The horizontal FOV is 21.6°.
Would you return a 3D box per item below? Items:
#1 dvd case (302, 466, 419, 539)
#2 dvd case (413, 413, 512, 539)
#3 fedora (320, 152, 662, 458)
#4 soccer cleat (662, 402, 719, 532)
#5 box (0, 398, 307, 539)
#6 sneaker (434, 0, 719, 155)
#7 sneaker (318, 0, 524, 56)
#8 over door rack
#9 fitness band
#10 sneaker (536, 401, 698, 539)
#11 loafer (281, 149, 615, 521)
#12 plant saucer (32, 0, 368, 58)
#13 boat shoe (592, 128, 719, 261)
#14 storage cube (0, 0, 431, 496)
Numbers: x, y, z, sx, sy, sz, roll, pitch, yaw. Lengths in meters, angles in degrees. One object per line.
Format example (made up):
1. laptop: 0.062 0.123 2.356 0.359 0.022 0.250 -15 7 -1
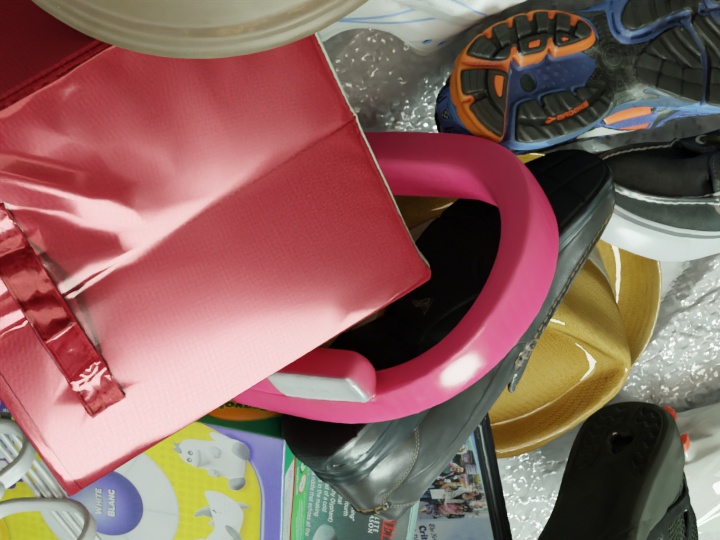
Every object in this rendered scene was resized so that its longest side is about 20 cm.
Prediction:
1. dvd case: -0.070 0.120 0.953 0.198 0.022 0.147 13 120 11
2. dvd case: -0.020 0.128 0.976 0.198 0.018 0.144 -1 124 18
3. fedora: 0.071 0.037 0.964 0.198 0.082 0.202 -8 122 -13
4. soccer cleat: 0.230 0.101 1.064 0.198 0.070 0.078 -15 128 1
5. box: -0.126 0.099 0.919 0.198 0.048 0.118 11 120 14
6. sneaker: 0.119 -0.098 0.913 0.198 0.078 0.076 -10 85 -26
7. sneaker: 0.053 -0.143 0.870 0.198 0.075 0.087 -5 132 -8
8. over door rack: -0.209 0.112 0.851 0.198 0.067 0.148 9 148 25
9. fitness band: 0.000 0.000 0.857 0.037 0.199 0.144 52 59 -36
10. sneaker: 0.123 0.174 0.963 0.076 0.200 0.115 0 131 33
11. loafer: 0.050 0.028 0.880 0.200 0.073 0.072 -45 129 -9
12. plant saucer: -0.058 -0.177 0.689 0.198 0.202 0.029 -22 167 -3
13. boat shoe: 0.190 -0.046 0.954 0.198 0.069 0.057 1 131 -31
14. storage cube: -0.101 -0.050 0.798 0.179 0.200 0.172 -31 123 -4
